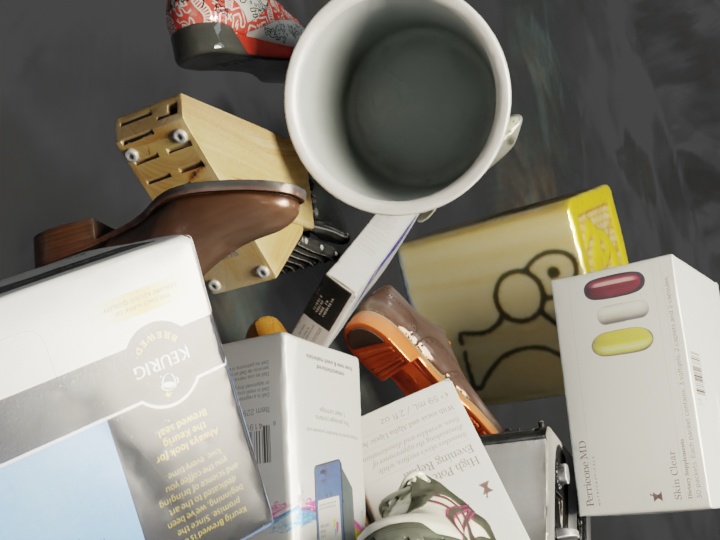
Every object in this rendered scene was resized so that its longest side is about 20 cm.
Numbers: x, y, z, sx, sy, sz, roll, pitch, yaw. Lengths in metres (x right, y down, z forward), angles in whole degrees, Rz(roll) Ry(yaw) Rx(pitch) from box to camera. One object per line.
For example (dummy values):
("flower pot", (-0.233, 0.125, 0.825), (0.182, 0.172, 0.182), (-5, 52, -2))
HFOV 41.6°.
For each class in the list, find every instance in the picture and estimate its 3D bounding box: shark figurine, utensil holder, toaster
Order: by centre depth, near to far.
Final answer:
("utensil holder", (0.041, -0.139, 0.784), (0.200, 0.168, 0.172), (-40, 115, -77))
("toaster", (0.099, 0.219, 0.832), (0.181, 0.197, 0.120), (48, 37, -54))
("shark figurine", (0.065, -0.115, 0.964), (0.089, 0.213, 0.130), (22, 94, -49))

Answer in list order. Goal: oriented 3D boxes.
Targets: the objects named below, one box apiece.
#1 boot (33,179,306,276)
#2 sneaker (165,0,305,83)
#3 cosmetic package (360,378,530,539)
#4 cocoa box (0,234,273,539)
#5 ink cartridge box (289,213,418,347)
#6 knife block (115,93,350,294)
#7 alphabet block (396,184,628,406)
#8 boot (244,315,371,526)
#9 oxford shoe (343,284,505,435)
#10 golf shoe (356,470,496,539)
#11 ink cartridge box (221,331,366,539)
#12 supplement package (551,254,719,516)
("boot", (-0.101, 0.062, 0.530), (0.064, 0.184, 0.203), (22, 57, -63))
("sneaker", (-0.088, -0.220, 0.789), (0.201, 0.066, 0.110), (-10, 90, -59))
("cosmetic package", (0.065, 0.195, 0.699), (0.074, 0.100, 0.201), (77, -12, -58))
("cocoa box", (-0.161, 0.080, 0.389), (0.198, 0.133, 0.133), (-22, 100, -35))
("ink cartridge box", (0.000, 0.000, 0.831), (0.037, 0.095, 0.200), (34, 34, 5))
("knife block", (-0.083, -0.076, 0.742), (0.201, 0.063, 0.176), (61, 31, -27))
("alphabet block", (0.181, 0.029, 1.040), (0.196, 0.198, 0.198), (-24, 100, -61))
("boot", (-0.043, 0.139, 0.717), (0.203, 0.070, 0.145), (88, -16, -47))
("oxford shoe", (0.075, 0.095, 0.873), (0.200, 0.071, 0.073), (48, 48, -13))
("golf shoe", (0.032, 0.166, 0.570), (0.088, 0.077, 0.200), (54, 7, 30))
("ink cartridge box", (-0.076, 0.154, 0.572), (0.087, 0.144, 0.203), (26, 56, -55))
("supplement package", (0.256, 0.107, 0.829), (0.155, 0.110, 0.203), (17, 64, -54))
